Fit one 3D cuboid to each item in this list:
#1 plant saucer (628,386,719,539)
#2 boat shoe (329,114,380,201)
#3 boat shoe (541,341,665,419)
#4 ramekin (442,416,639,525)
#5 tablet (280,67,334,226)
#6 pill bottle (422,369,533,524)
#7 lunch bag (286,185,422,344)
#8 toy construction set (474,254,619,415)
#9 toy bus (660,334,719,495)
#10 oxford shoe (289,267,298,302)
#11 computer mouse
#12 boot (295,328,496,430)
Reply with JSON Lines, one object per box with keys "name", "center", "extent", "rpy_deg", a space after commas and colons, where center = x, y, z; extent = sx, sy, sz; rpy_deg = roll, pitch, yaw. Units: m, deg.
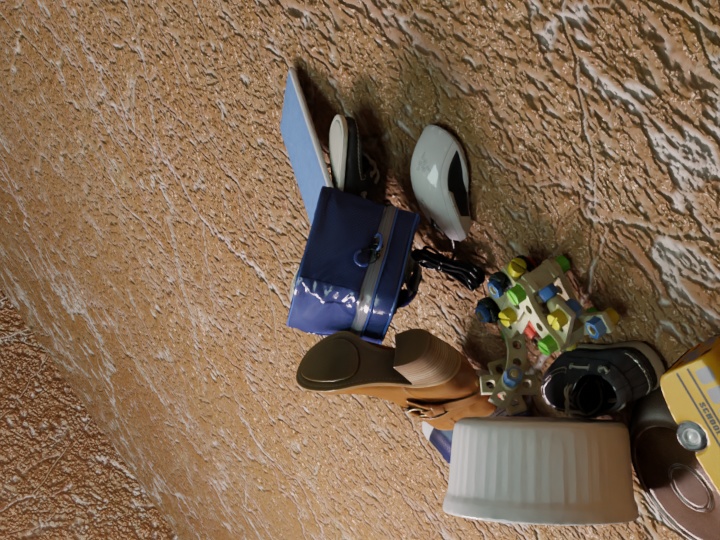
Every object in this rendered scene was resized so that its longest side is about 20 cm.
{"name": "plant saucer", "center": [0.335, 0.209, 1.281], "extent": [0.200, 0.032, 0.201], "rpy_deg": [42, 151, 30]}
{"name": "boat shoe", "center": [-0.005, -0.103, 1.529], "extent": [0.074, 0.060, 0.201], "rpy_deg": [-101, 10, -46]}
{"name": "boat shoe", "center": [0.232, 0.118, 1.331], "extent": [0.073, 0.063, 0.200], "rpy_deg": [60, 155, -1]}
{"name": "ramekin", "center": [0.184, 0.201, 1.324], "extent": [0.200, 0.199, 0.098], "rpy_deg": [-9, 79, 63]}
{"name": "tablet", "center": [-0.063, -0.132, 1.572], "extent": [0.130, 0.014, 0.201], "rpy_deg": [106, 149, -60]}
{"name": "pill bottle", "center": [0.142, 0.188, 1.515], "extent": [0.200, 0.111, 0.111], "rpy_deg": [47, 152, 24]}
{"name": "lunch bag", "center": [0.000, 0.000, 1.435], "extent": [0.131, 0.137, 0.200], "rpy_deg": [15, 162, -2]}
{"name": "toy construction set", "center": [0.180, 0.059, 1.342], "extent": [0.131, 0.092, 0.200], "rpy_deg": [50, 144, 17]}
{"name": "toy bus", "center": [0.346, 0.160, 1.150], "extent": [0.078, 0.065, 0.201], "rpy_deg": [-33, 88, 43]}
{"name": "oxford shoe", "center": [-0.069, 0.028, 1.790], "extent": [0.075, 0.058, 0.200], "rpy_deg": [56, 156, 1]}
{"name": "computer mouse", "center": [0.085, -0.067, 1.419], "extent": [0.109, 0.044, 0.201], "rpy_deg": [34, 145, 44]}
{"name": "boot", "center": [0.040, 0.131, 1.434], "extent": [0.199, 0.074, 0.155], "rpy_deg": [-8, 145, 37]}
